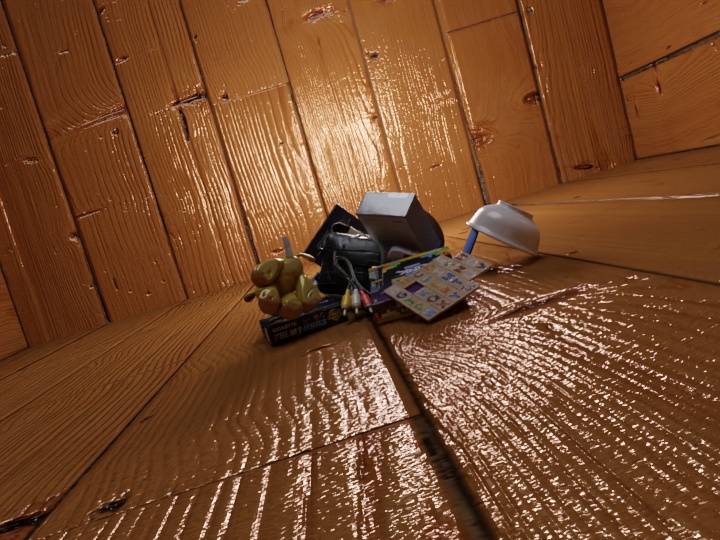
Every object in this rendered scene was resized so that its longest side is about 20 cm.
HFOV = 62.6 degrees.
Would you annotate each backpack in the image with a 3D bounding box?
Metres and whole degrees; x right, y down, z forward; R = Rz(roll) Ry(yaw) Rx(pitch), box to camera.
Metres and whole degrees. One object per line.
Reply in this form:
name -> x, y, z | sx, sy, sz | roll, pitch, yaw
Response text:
backpack -> 0.000, 0.000, 1.565 | 0.198, 0.179, 0.152 | 4, -12, 41

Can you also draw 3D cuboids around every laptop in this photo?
laptop -> 0.231, -0.038, 1.604 | 0.197, 0.105, 0.177 | -16, 6, 8

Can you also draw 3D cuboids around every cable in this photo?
cable -> -0.012, 0.034, 1.432 | 0.095, 0.202, 0.051 | -2, -39, -13

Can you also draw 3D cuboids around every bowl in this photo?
bowl -> 0.374, -0.117, 1.493 | 0.198, 0.092, 0.201 | 23, 10, -4

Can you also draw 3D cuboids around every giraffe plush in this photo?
giraffe plush -> -0.204, 0.045, 1.436 | 0.170, 0.203, 0.162 | 14, -34, -26

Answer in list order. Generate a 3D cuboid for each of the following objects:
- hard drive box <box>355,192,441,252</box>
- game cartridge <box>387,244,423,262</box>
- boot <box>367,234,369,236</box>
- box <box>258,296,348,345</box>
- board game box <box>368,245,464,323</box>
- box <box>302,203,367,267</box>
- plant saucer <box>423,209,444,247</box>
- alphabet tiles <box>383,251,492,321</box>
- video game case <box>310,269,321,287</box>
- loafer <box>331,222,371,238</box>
hard drive box -> 0.102, -0.109, 1.548 | 0.154, 0.201, 0.078 | 8, 60, 34
game cartridge -> 0.164, -0.017, 1.459 | 0.197, 0.042, 0.133 | 18, 6, 3
boot -> 0.068, -0.087, 1.783 | 0.073, 0.096, 0.201 | 19, 67, 37
box -> -0.147, 0.122, 1.481 | 0.197, 0.051, 0.198 | -18, 8, -14
board game box -> 0.119, 0.029, 1.315 | 0.197, 0.057, 0.166 | -16, 26, 6
box -> -0.056, -0.082, 1.949 | 0.198, 0.199, 0.117 | -54, 5, 2
plant saucer -> 0.141, -0.099, 1.657 | 0.198, 0.201, 0.030 | -10, 32, 44
alphabet tiles -> 0.169, 0.023, 1.226 | 0.198, 0.008, 0.167 | -31, 31, -18
video game case -> -0.127, 0.035, 1.746 | 0.180, 0.026, 0.201 | -40, 10, 35
loafer -> -0.020, -0.082, 1.718 | 0.199, 0.068, 0.076 | 27, 77, 38
